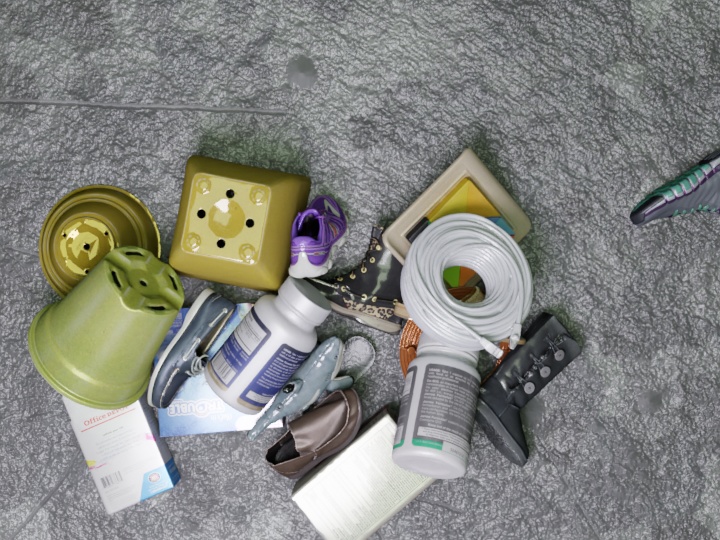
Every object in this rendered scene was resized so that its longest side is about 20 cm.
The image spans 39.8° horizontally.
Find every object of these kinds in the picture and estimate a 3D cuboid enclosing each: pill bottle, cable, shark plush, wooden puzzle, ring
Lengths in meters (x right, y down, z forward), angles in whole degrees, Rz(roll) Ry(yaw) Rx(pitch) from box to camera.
[{"bbox_3d":[0.117,0.195,1.474,0.112,0.113,0.202,13,65,0],"label":"pill bottle"},{"bbox_3d":[-0.134,0.108,1.489,0.111,0.111,0.200,40,102,0],"label":"pill bottle"},{"bbox_3d":[0.157,0.018,1.465,0.198,0.069,0.201,27,63,0],"label":"cable"},{"bbox_3d":[-0.104,0.174,1.524,0.199,0.083,0.091,-33,75,-1],"label":"shark plush"},{"bbox_3d":[0.156,-0.059,1.547,0.200,0.037,0.185,-47,119,-2],"label":"wooden puzzle"},{"bbox_3d":[0.159,0.126,1.573,0.198,0.019,0.203,-1,102,-7],"label":"ring"}]

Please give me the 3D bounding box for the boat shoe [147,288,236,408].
[{"bbox_3d":[-0.257,0.128,1.529,0.061,0.075,0.201,27,81,13],"label":"boat shoe"}]

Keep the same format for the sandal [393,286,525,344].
[{"bbox_3d":[0.159,0.056,1.514,0.209,0.078,0.070,13,94,-3],"label":"sandal"}]

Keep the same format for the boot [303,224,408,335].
[{"bbox_3d":[0.000,0.000,1.562,0.198,0.073,0.152,25,90,-10],"label":"boot"}]

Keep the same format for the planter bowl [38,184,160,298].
[{"bbox_3d":[-0.420,-0.036,1.565,0.198,0.083,0.203,0,90,0],"label":"planter bowl"}]

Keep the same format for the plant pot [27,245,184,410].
[{"bbox_3d":[-0.359,0.070,1.470,0.200,0.200,0.184,42,120,0],"label":"plant pot"}]

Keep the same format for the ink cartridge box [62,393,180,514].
[{"bbox_3d":[-0.377,0.265,1.572,0.114,0.068,0.202,-22,90,0],"label":"ink cartridge box"}]

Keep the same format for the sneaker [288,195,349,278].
[{"bbox_3d":[-0.063,-0.068,1.512,0.080,0.201,0.084,-1,120,7],"label":"sneaker"}]

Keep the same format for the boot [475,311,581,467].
[{"bbox_3d":[0.273,0.188,1.572,0.200,0.065,0.165,-47,123,-17],"label":"boot"}]

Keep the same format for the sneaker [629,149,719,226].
[{"bbox_3d":[0.525,-0.110,1.568,0.199,0.074,0.088,-33,95,-1],"label":"sneaker"}]

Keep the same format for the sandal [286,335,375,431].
[{"bbox_3d":[-0.053,0.188,1.580,0.075,0.048,0.201,36,92,2],"label":"sandal"}]

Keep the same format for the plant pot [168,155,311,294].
[{"bbox_3d":[-0.189,-0.072,1.507,0.193,0.200,0.197,11,90,-1],"label":"plant pot"}]

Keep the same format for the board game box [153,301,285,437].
[{"bbox_3d":[-0.226,0.156,1.584,0.197,0.043,0.202,-5,91,1],"label":"board game box"}]

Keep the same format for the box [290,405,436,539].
[{"bbox_3d":[0.007,0.326,1.550,0.200,0.109,0.128,-40,90,0],"label":"box"}]

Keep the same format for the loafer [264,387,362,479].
[{"bbox_3d":[-0.073,0.252,1.516,0.200,0.071,0.073,-47,50,24],"label":"loafer"}]
